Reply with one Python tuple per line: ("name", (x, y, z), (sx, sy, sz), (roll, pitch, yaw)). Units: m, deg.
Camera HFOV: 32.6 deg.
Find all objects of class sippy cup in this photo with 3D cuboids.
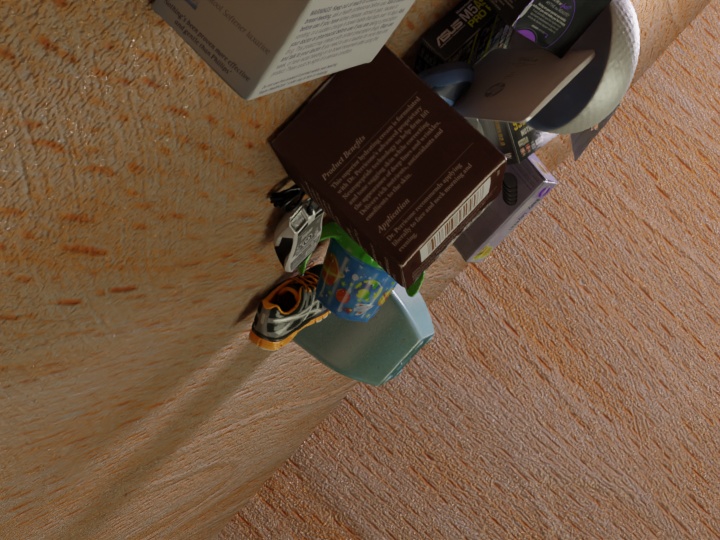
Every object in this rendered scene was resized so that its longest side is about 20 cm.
("sippy cup", (0.000, 0.000, 1.820), (0.130, 0.178, 0.140), (-64, 175, 26))

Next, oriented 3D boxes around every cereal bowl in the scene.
("cereal bowl", (0.270, -0.262, 1.501), (0.083, 0.200, 0.200), (7, 138, -30))

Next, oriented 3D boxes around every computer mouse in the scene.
("computer mouse", (-0.081, -0.067, 1.549), (0.110, 0.044, 0.200), (-46, 166, -30))

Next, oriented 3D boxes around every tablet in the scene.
("tablet", (0.178, -0.225, 1.478), (0.130, 0.014, 0.200), (-44, -153, -16))

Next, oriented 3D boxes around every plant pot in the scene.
("plant pot", (0.014, 0.085, 2.119), (0.196, 0.200, 0.196), (-49, 171, 12))

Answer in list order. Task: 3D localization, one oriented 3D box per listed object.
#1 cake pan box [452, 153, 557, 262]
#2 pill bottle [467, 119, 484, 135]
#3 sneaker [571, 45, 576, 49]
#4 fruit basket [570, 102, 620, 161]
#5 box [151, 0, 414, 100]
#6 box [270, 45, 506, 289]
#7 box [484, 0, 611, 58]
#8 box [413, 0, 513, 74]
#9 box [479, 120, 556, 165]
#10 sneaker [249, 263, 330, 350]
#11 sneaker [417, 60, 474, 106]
("cake pan box", (0.174, -0.143, 1.886), (0.184, 0.200, 0.052), (-48, 154, 23))
("pill bottle", (0.117, -0.173, 1.753), (0.111, 0.111, 0.200), (-44, 171, -11))
("sneaker", (0.261, -0.295, 1.644), (0.084, 0.200, 0.077), (16, 122, -33))
("fruit basket", (0.326, -0.280, 1.730), (0.094, 0.200, 0.185), (-5, 160, -12))
("box", (-0.020, -0.240, 0.876), (0.200, 0.105, 0.184), (-51, 169, 32))
("box", (0.034, -0.113, 1.361), (0.166, 0.200, 0.164), (-45, 171, -3))
("box", (0.234, -0.360, 1.383), (0.200, 0.106, 0.122), (-49, 145, 20))
("box", (0.135, -0.285, 1.564), (0.160, 0.044, 0.200), (-43, 170, -14))
("box", (0.234, -0.257, 1.789), (0.048, 0.159, 0.200), (-6, -162, 37))
("sneaker", (-0.093, 0.041, 1.862), (0.200, 0.078, 0.077), (-47, 154, -46))
("sneaker", (0.065, -0.174, 1.489), (0.200, 0.082, 0.074), (-38, 156, 21))
